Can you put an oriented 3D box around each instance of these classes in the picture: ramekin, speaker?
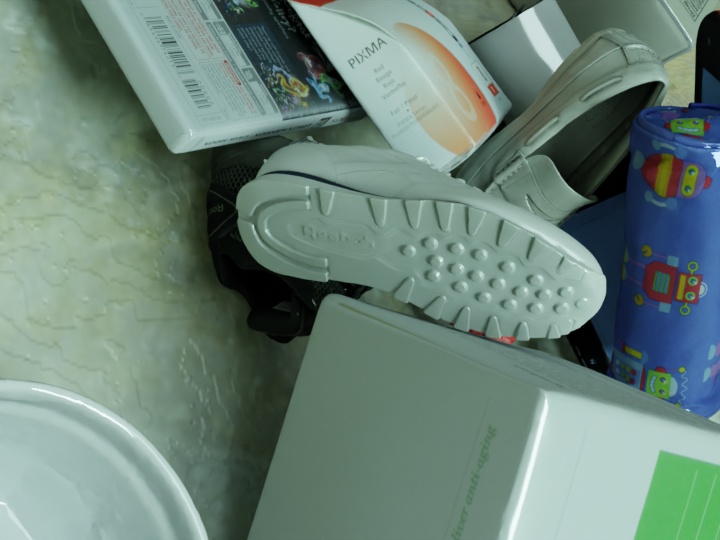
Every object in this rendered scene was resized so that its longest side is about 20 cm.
[{"bbox_3d":[-0.171,0.156,0.694,0.199,0.105,0.201,16,64,-36],"label":"ramekin"},{"bbox_3d":[0.147,-0.088,1.088,0.081,0.081,0.201,-37,99,-43],"label":"speaker"}]

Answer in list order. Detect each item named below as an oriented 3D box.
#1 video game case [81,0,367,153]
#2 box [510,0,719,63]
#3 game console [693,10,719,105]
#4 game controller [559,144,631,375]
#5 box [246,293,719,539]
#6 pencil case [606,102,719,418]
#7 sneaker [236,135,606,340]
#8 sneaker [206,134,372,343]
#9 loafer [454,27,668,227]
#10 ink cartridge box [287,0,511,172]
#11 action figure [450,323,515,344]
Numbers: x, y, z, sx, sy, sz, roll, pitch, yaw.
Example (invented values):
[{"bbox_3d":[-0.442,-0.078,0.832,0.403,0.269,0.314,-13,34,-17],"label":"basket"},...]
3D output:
[{"bbox_3d":[-0.094,-0.163,0.897,0.182,0.023,0.201,-18,73,-54],"label":"video game case"},{"bbox_3d":[0.208,-0.248,1.186,0.128,0.109,0.200,50,48,-15],"label":"box"},{"bbox_3d":[0.247,-0.048,0.978,0.177,0.031,0.201,-103,-173,-61],"label":"game console"},{"bbox_3d":[0.175,0.006,1.040,0.201,0.104,0.042,63,16,-6],"label":"game controller"},{"bbox_3d":[0.064,0.141,0.798,0.171,0.200,0.200,17,92,-33],"label":"box"},{"bbox_3d":[0.196,-0.008,0.953,0.087,0.078,0.201,-47,144,-57],"label":"pencil case"},{"bbox_3d":[0.037,-0.026,0.827,0.199,0.077,0.081,19,34,13],"label":"sneaker"},{"bbox_3d":[0.000,0.000,0.920,0.199,0.076,0.115,17,67,-24],"label":"sneaker"},{"bbox_3d":[0.115,-0.061,0.979,0.070,0.200,0.070,27,19,-29],"label":"loafer"},{"bbox_3d":[0.013,-0.159,0.967,0.200,0.050,0.162,57,19,-5],"label":"ink cartridge box"},{"bbox_3d":[0.077,0.104,0.960,0.099,0.065,0.201,-18,86,-53],"label":"action figure"}]
